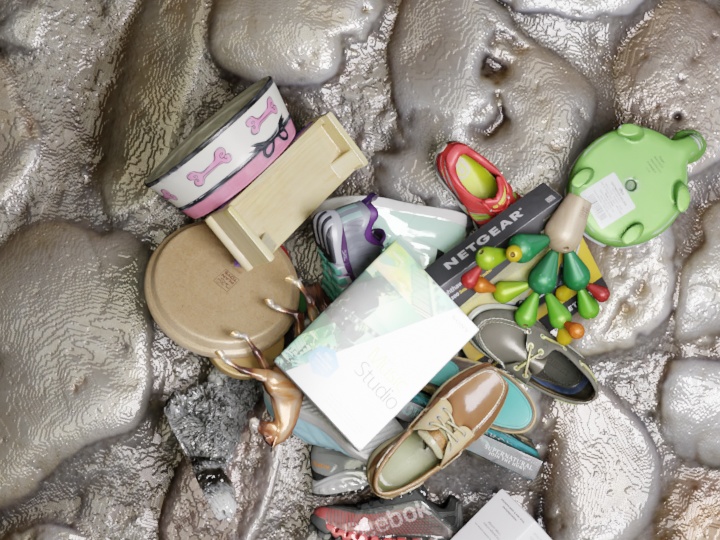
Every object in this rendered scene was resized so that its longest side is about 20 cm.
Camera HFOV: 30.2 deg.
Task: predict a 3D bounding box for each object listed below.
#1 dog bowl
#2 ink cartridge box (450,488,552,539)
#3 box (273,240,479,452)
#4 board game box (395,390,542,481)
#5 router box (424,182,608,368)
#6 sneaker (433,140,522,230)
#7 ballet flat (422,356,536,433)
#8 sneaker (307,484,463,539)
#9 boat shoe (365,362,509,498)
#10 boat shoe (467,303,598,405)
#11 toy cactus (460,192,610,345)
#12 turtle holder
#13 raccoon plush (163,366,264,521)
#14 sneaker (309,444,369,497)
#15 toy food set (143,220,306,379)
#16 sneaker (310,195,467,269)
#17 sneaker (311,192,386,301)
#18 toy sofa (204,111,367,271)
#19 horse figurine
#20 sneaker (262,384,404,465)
[{"bbox_3d":[-0.162,-0.143,1.606,0.200,0.200,0.074,-41,104,-3],"label":"dog bowl"},{"bbox_3d":[0.153,0.387,1.596,0.200,0.084,0.145,-44,124,-3],"label":"ink cartridge box"},{"bbox_3d":[0.019,0.086,1.528,0.200,0.036,0.144,-45,92,-9],"label":"box"},{"bbox_3d":[0.120,0.187,1.611,0.198,0.135,0.028,25,95,0],"label":"board game box"},{"bbox_3d":[0.186,0.015,1.626,0.199,0.052,0.158,-36,123,-3],"label":"router box"},{"bbox_3d":[0.167,-0.079,1.649,0.200,0.085,0.077,43,86,-8],"label":"sneaker"},{"bbox_3d":[0.127,0.139,1.620,0.199,0.063,0.069,28,81,18],"label":"ballet flat"},{"bbox_3d":[0.037,0.301,1.637,0.198,0.071,0.099,8,87,-2],"label":"sneaker"},{"bbox_3d":[0.089,0.189,1.508,0.200,0.074,0.076,-45,92,5],"label":"boat shoe"},{"bbox_3d":[0.211,0.103,1.610,0.201,0.060,0.072,29,105,-30],"label":"boat shoe"},{"bbox_3d":[0.222,-0.009,1.552,0.198,0.102,0.167,23,94,-21],"label":"toy cactus"},{"bbox_3d":[0.330,-0.114,1.634,0.140,0.132,0.187,28,86,2],"label":"turtle holder"},{"bbox_3d":[-0.147,0.194,1.615,0.133,0.097,0.201,-30,64,-2],"label":"raccoon plush"},{"bbox_3d":[0.031,0.225,1.642,0.197,0.074,0.080,-12,82,-1],"label":"sneaker"},{"bbox_3d":[-0.165,0.024,1.627,0.198,0.049,0.199,24,56,2],"label":"toy food set"},{"bbox_3d":[0.030,-0.025,1.652,0.198,0.074,0.120,8,81,-3],"label":"sneaker"},{"bbox_3d":[0.000,0.000,1.613,0.087,0.201,0.075,-26,48,-17],"label":"sneaker"},{"bbox_3d":[-0.093,-0.095,1.607,0.200,0.097,0.083,-47,106,-26],"label":"toy sofa"},{"bbox_3d":[-0.082,0.095,1.565,0.133,0.050,0.200,46,60,-6],"label":"horse figurine"},{"bbox_3d":[-0.028,0.186,1.609,0.199,0.082,0.074,32,61,13],"label":"sneaker"}]
